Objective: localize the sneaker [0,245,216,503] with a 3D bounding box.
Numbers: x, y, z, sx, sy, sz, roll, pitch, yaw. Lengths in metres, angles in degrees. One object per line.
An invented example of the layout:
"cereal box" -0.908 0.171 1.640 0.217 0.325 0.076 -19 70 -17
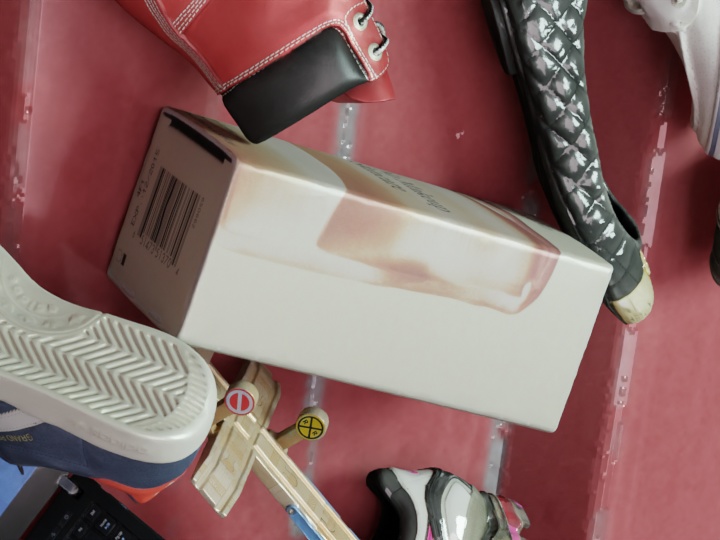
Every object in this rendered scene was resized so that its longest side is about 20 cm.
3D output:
"sneaker" -0.159 0.039 0.993 0.200 0.085 0.075 31 53 6

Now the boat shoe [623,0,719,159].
"boat shoe" 0.155 -0.149 1.116 0.070 0.071 0.201 -4 113 4

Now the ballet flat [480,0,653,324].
"ballet flat" 0.109 -0.063 1.109 0.057 0.066 0.201 -20 113 0

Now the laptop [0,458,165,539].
"laptop" -0.177 0.163 1.023 0.177 0.200 0.103 -53 156 -2

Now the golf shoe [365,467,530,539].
"golf shoe" 0.005 0.192 1.143 0.092 0.073 0.201 23 85 -21

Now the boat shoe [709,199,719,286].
"boat shoe" 0.256 -0.049 1.193 0.200 0.071 0.064 -24 147 -26

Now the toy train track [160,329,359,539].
"toy train track" -0.020 0.098 1.062 0.032 0.115 0.200 -31 108 24

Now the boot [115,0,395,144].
"boot" -0.005 -0.155 1.004 0.200 0.072 0.144 -44 98 1

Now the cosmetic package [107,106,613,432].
"cosmetic package" 0.000 0.000 1.060 0.199 0.103 0.088 15 100 -30
